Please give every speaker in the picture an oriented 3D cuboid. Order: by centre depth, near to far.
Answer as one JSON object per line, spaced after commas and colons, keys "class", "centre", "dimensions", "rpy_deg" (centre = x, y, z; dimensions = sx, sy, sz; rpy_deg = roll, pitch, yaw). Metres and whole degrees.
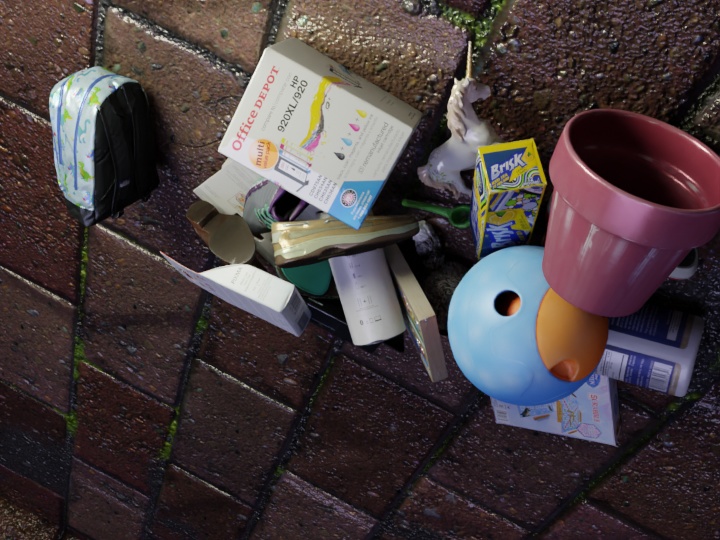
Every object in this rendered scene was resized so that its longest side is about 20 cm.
{"class": "speaker", "centre": [0.000, 0.000, 1.438], "dimensions": [0.081, 0.081, 0.201], "rpy_deg": [-11, 100, 40]}

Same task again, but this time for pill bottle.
{"class": "pill bottle", "centre": [0.353, 0.092, 1.377], "dimensions": [0.199, 0.111, 0.111], "rpy_deg": [15, 140, 18]}

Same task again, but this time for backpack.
{"class": "backpack", "centre": [-0.376, -0.195, 1.486], "dimensions": [0.154, 0.163, 0.200], "rpy_deg": [36, 138, 15]}

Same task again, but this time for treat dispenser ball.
{"class": "treat dispenser ball", "centre": [0.210, 0.069, 1.275], "dimensions": [0.200, 0.201, 0.201], "rpy_deg": [17, 141, 15]}

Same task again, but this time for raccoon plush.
{"class": "raccoon plush", "centre": [0.158, 0.021, 1.443], "dimensions": [0.134, 0.097, 0.200], "rpy_deg": [-6, 130, 26]}

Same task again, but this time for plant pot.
{"class": "plant pot", "centre": [0.294, -0.055, 1.147], "dimensions": [0.199, 0.200, 0.179], "rpy_deg": [22, 127, 9]}

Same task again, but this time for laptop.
{"class": "laptop", "centre": [-0.033, 0.090, 1.606], "dimensions": [0.177, 0.104, 0.200], "rpy_deg": [28, 145, -9]}

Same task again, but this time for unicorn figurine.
{"class": "unicorn figurine", "centre": [0.139, -0.158, 1.255], "dimensions": [0.137, 0.074, 0.200], "rpy_deg": [22, 128, -22]}

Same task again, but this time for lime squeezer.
{"class": "lime squeezer", "centre": [0.154, -0.063, 1.401], "dimensions": [0.200, 0.038, 0.071], "rpy_deg": [28, 173, 0]}

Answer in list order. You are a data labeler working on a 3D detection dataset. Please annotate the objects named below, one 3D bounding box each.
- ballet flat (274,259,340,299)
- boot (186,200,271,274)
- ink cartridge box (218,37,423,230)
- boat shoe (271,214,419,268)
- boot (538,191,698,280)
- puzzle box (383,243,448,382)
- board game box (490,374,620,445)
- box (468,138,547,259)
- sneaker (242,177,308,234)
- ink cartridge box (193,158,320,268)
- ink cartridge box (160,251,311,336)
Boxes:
{"class": "ballet flat", "centre": [-0.056, 0.010, 1.531], "dimensions": [0.200, 0.075, 0.074], "rpy_deg": [20, 151, -34]}
{"class": "boot", "centre": [-0.166, -0.004, 1.536], "dimensions": [0.186, 0.064, 0.200], "rpy_deg": [44, 170, 47]}
{"class": "ink cartridge box", "centre": [-0.047, -0.173, 1.262], "dimensions": [0.200, 0.145, 0.148], "rpy_deg": [29, 108, -1]}
{"class": "boat shoe", "centre": [-0.022, -0.060, 1.359], "dimensions": [0.199, 0.076, 0.072], "rpy_deg": [-11, 171, -8]}
{"class": "boot", "centre": [0.326, -0.015, 1.311], "dimensions": [0.199, 0.072, 0.145], "rpy_deg": [26, 143, 18]}
{"class": "puzzle box", "centre": [0.072, 0.048, 1.461], "dimensions": [0.025, 0.200, 0.133], "rpy_deg": [-20, 132, -6]}
{"class": "board game box", "centre": [0.294, 0.177, 1.566], "dimensions": [0.199, 0.041, 0.200], "rpy_deg": [8, 137, 25]}
{"class": "box", "centre": [0.176, -0.083, 1.244], "dimensions": [0.070, 0.065, 0.200], "rpy_deg": [-10, 158, -1]}
{"class": "sneaker", "centre": [-0.122, -0.091, 1.421], "dimensions": [0.074, 0.088, 0.200], "rpy_deg": [39, 139, -12]}
{"class": "ink cartridge box", "centre": [-0.127, -0.098, 1.520], "dimensions": [0.200, 0.045, 0.176], "rpy_deg": [44, 139, -17]}
{"class": "ink cartridge box", "centre": [-0.176, 0.020, 1.469], "dimensions": [0.199, 0.047, 0.160], "rpy_deg": [26, 169, 13]}
